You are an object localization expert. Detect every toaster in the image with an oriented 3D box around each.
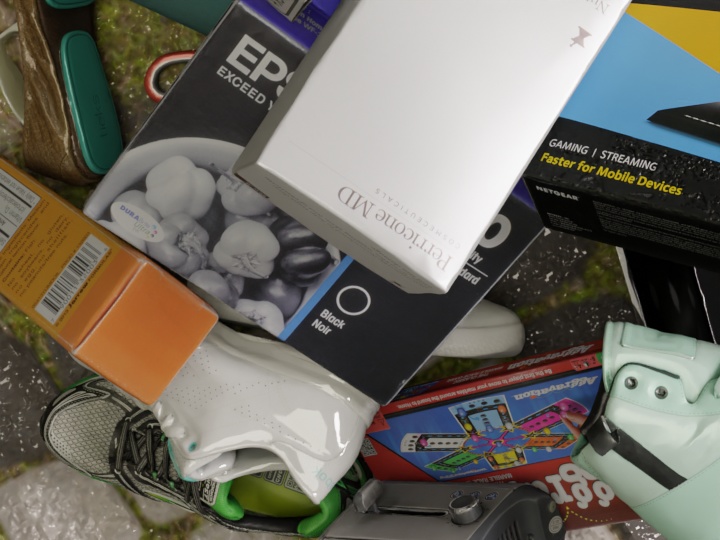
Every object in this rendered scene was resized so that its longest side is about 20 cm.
[{"bbox_3d":[0.051,0.207,1.037,0.129,0.114,0.200,5,122,38],"label":"toaster"}]

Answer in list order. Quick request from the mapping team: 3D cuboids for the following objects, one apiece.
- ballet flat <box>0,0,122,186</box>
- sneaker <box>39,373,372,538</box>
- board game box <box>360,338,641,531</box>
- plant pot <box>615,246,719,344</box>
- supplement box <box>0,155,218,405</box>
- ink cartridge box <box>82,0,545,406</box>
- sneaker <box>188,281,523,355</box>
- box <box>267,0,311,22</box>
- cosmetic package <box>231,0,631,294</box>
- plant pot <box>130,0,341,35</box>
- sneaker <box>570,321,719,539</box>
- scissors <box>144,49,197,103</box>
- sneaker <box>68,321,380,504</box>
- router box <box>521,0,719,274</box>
[{"bbox_3d":[-0.188,-0.148,1.089,0.072,0.068,0.200,-2,100,28],"label":"ballet flat"},{"bbox_3d":[-0.094,0.107,1.084,0.200,0.085,0.078,11,98,8],"label":"sneaker"},{"bbox_3d":[0.085,0.102,1.028,0.200,0.019,0.103,-18,109,43],"label":"board game box"},{"bbox_3d":[0.249,0.009,0.977,0.199,0.177,0.200,-16,93,10],"label":"plant pot"},{"bbox_3d":[-0.164,-0.001,1.028,0.069,0.200,0.067,-53,130,-2],"label":"supplement box"},{"bbox_3d":[-0.006,-0.054,0.940,0.198,0.043,0.200,33,112,-14],"label":"ink cartridge box"},{"bbox_3d":[0.000,0.000,1.063,0.200,0.075,0.089,11,86,8],"label":"sneaker"},{"bbox_3d":[-0.068,-0.225,0.857,0.200,0.060,0.117,39,81,-5],"label":"box"},{"bbox_3d":[0.039,-0.099,0.868,0.113,0.081,0.200,32,81,-10],"label":"cosmetic package"},{"bbox_3d":[-0.025,-0.200,0.989,0.161,0.201,0.201,30,100,-2],"label":"plant pot"},{"bbox_3d":[0.181,0.037,0.861,0.118,0.074,0.201,32,102,-2],"label":"sneaker"},{"bbox_3d":[-0.032,-0.092,1.089,0.200,0.014,0.073,3,95,9],"label":"scissors"},{"bbox_3d":[-0.094,0.075,1.037,0.200,0.075,0.089,14,67,25],"label":"sneaker"},{"bbox_3d":[0.196,-0.067,0.849,0.200,0.051,0.149,16,65,29],"label":"router box"}]
